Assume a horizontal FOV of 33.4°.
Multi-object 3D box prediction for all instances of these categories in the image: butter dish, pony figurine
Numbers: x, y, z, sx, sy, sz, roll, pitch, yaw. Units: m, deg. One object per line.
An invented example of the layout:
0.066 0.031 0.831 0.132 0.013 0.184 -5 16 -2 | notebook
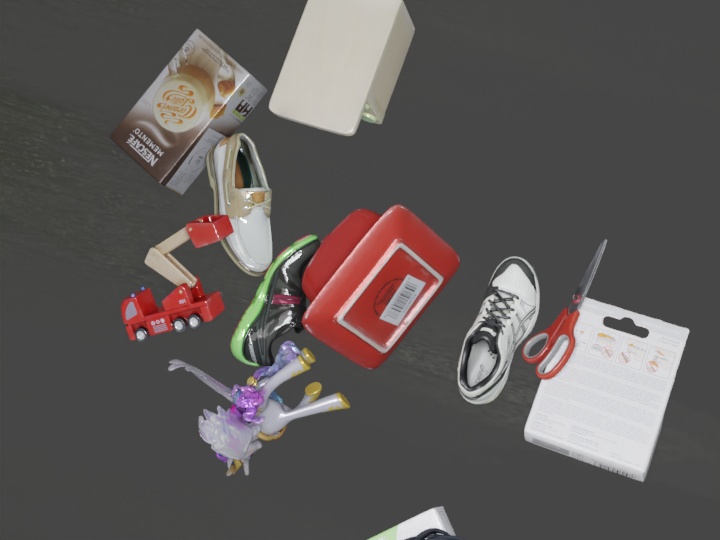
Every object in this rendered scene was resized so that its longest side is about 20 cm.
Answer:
0.000 0.000 1.583 0.201 0.199 0.148 -51 50 1 | butter dish
-0.141 0.180 1.585 0.199 0.193 0.167 -36 42 8 | pony figurine

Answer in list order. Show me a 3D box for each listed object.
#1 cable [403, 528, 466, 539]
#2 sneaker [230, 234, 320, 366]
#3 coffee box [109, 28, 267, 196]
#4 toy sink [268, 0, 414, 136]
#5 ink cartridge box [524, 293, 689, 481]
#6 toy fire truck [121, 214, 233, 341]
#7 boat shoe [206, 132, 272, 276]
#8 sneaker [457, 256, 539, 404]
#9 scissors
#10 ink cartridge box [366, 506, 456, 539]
0.103 0.417 1.480 0.199 0.051 0.164 36 95 14 | cable
-0.103 0.043 1.652 0.083 0.077 0.201 29 93 -1 | sneaker
-0.245 -0.224 1.716 0.114 0.080 0.201 40 93 17 | coffee box
-0.023 -0.275 1.650 0.129 0.112 0.202 17 81 16 | toy sink
0.316 0.149 1.541 0.159 0.050 0.202 17 68 17 | ink cartridge box
-0.255 0.011 1.661 0.198 0.049 0.143 -14 102 23 | toy fire truck
-0.161 -0.094 1.668 0.068 0.074 0.202 -32 72 45 | boat shoe
0.179 0.076 1.556 0.075 0.088 0.202 16 84 18 | sneaker
0.280 0.051 1.550 0.201 0.014 0.073 -52 36 -3 | scissors
0.092 0.419 1.537 0.116 0.067 0.202 -26 75 8 | ink cartridge box
